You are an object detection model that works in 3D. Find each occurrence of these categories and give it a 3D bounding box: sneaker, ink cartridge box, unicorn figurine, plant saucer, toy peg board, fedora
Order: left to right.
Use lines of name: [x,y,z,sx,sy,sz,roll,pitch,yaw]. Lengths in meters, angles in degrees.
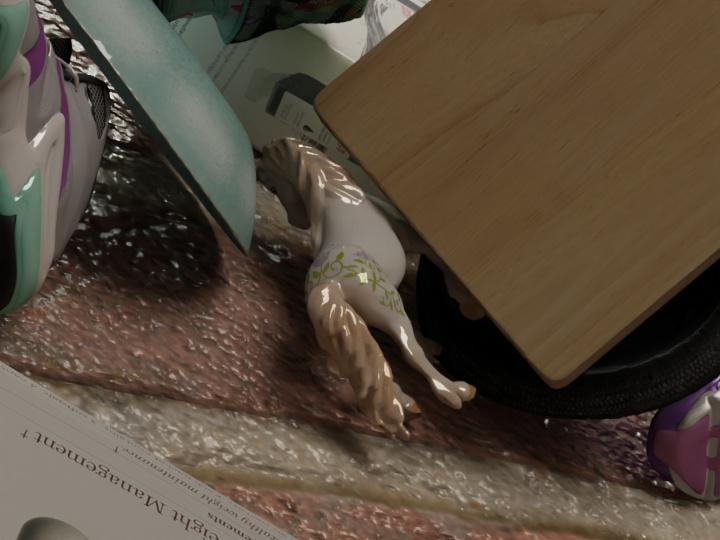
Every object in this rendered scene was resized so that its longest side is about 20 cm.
sneaker: [-0.160,-0.093,1.086,0.078,0.200,0.140,7,25,16]
plant saucer: [-0.103,-0.098,1.199,0.201,0.039,0.201,52,-4,5]
ink cartridge box: [-0.018,-0.119,1.403,0.200,0.085,0.146,33,26,-10]
unicorn figurine: [0.000,0.000,1.228,0.137,0.074,0.200,47,6,-17]
toy peg board: [0.118,-0.066,1.259,0.199,0.200,0.098,50,-2,18]
fedora: [0.134,0.011,1.309,0.201,0.201,0.092,55,1,34]
sneaker: [0.202,0.062,1.381,0.088,0.081,0.200,22,31,24]

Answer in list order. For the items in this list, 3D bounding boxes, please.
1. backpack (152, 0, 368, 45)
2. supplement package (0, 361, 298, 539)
backpack: [-0.051,-0.219,1.226,0.153,0.200,0.176,-11,81,-24]
supplement package: [-0.125,0.150,0.754,0.191,0.147,0.200,31,25,-10]
